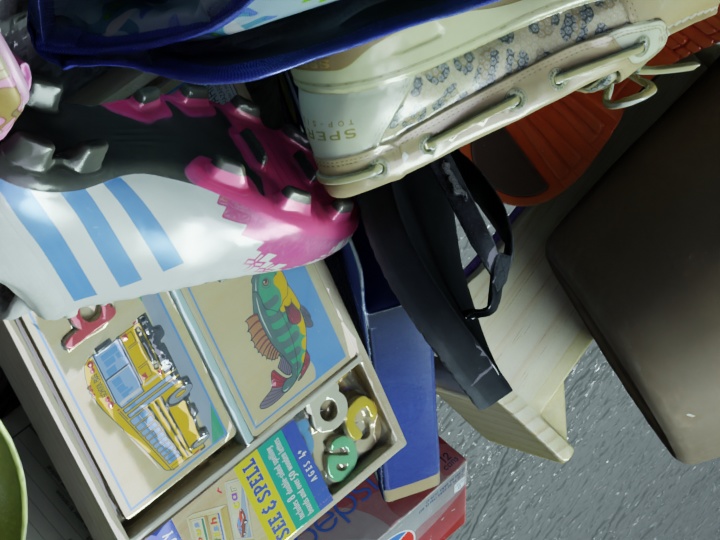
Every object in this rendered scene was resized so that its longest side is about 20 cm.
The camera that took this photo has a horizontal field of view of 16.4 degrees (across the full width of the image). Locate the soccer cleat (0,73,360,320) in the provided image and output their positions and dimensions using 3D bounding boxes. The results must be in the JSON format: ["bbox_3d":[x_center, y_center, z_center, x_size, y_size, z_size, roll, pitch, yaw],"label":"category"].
[{"bbox_3d":[-0.088,-0.020,0.882,0.199,0.070,0.086,7,128,-47],"label":"soccer cleat"}]

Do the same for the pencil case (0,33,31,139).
[{"bbox_3d":[-0.190,-0.023,0.738,0.200,0.083,0.087,-44,155,-16],"label":"pencil case"}]

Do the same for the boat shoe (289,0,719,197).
[{"bbox_3d":[0.060,-0.083,0.935,0.199,0.073,0.063,-18,109,-28],"label":"boat shoe"}]

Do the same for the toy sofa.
[{"bbox_3d":[0.099,-0.020,1.142,0.200,0.098,0.083,-53,-158,-11],"label":"toy sofa"}]

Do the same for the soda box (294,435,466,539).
[{"bbox_3d":[-0.034,0.157,1.296,0.200,0.063,0.070,-38,153,-23],"label":"soda box"}]

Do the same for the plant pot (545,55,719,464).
[{"bbox_3d":[0.177,-0.012,1.049,0.174,0.201,0.200,-33,156,2],"label":"plant pot"}]

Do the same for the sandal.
[{"bbox_3d":[0.025,-0.040,0.959,0.043,0.201,0.076,-24,145,13],"label":"sandal"}]

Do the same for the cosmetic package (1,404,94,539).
[{"bbox_3d":[-0.100,0.095,1.027,0.200,0.104,0.073,-37,170,-24],"label":"cosmetic package"}]

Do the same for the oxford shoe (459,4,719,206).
[{"bbox_3d":[0.116,-0.116,1.035,0.200,0.071,0.073,-43,-171,21],"label":"oxford shoe"}]

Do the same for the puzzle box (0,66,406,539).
[{"bbox_3d":[-0.070,0.023,0.950,0.133,0.025,0.201,-38,118,-25],"label":"puzzle box"}]

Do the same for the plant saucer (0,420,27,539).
[{"bbox_3d":[-0.214,0.106,0.886,0.199,0.031,0.201,-20,130,-25],"label":"plant saucer"}]

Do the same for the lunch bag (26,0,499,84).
[{"bbox_3d":[-0.007,-0.139,0.833,0.169,0.128,0.200,-21,171,-36],"label":"lunch bag"}]

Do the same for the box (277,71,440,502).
[{"bbox_3d":[0.000,0.000,1.058,0.032,0.122,0.200,-17,150,-5],"label":"box"}]
